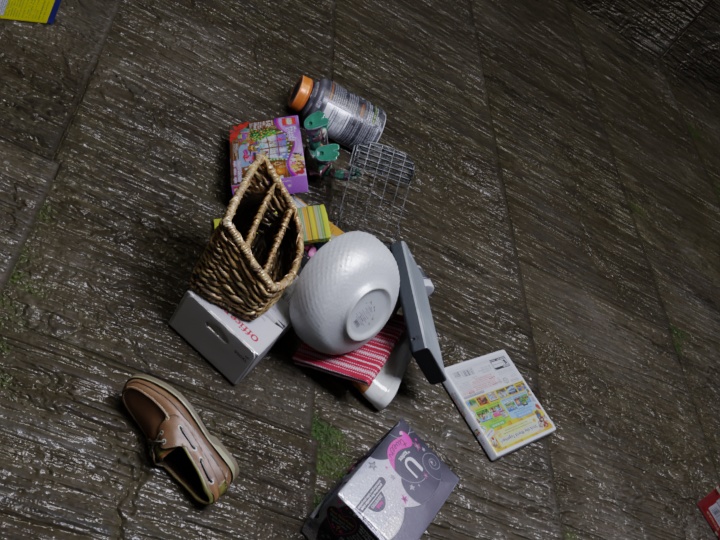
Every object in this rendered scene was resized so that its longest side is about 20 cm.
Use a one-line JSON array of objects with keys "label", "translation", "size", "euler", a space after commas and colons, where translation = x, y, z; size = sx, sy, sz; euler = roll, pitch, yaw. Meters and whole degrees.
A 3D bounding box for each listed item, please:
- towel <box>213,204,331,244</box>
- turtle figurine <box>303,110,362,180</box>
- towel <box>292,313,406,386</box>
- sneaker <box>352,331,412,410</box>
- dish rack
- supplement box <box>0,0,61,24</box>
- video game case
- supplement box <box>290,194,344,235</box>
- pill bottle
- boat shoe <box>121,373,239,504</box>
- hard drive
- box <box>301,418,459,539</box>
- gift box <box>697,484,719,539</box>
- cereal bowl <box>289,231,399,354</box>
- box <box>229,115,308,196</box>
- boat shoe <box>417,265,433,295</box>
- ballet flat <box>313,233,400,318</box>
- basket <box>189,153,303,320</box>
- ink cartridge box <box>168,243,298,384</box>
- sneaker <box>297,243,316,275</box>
[{"label": "towel", "translation": [-0.151, -0.068, 1.529], "size": [0.195, 0.018, 0.087], "euler": [-8, 46, -6]}, {"label": "turtle figurine", "translation": [-0.066, -0.224, 1.739], "size": [0.150, 0.100, 0.200], "euler": [51, -4, 11]}, {"label": "towel", "translation": [-0.011, 0.116, 1.492], "size": [0.142, 0.023, 0.200], "euler": [15, 33, 18]}, {"label": "sneaker", "translation": [0.041, 0.138, 1.524], "size": [0.084, 0.073, 0.201], "euler": [37, 38, -8]}, {"label": "dish rack", "translation": [0.018, -0.136, 1.686], "size": [0.151, 0.204, 0.054], "euler": [14, 3, -31]}, {"label": "supplement box", "translation": [-0.629, -0.518, 1.560], "size": [0.198, 0.109, 0.111], "euler": [-7, 57, -45]}, {"label": "video game case", "translation": [0.253, 0.243, 1.650], "size": [0.198, 0.023, 0.184], "euler": [-8, 59, -47]}, {"label": "supplement box", "translation": [-0.090, -0.061, 1.616], "size": [0.199, 0.067, 0.069], "euler": [38, 40, -4]}, {"label": "pill bottle", "translation": [-0.052, -0.333, 1.885], "size": [0.197, 0.107, 0.107], "euler": [26, 39, -19]}, {"label": "boat shoe", "translation": [-0.248, 0.222, 1.187], "size": [0.199, 0.072, 0.068], "euler": [42, 36, 2]}, {"label": "hard drive", "translation": [0.095, 0.071, 1.492], "size": [0.140, 0.032, 0.203], "euler": [57, 18, -57]}, {"label": "box", "translation": [0.032, 0.333, 1.286], "size": [0.132, 0.115, 0.200], "euler": [45, 37, 6]}, {"label": "gift box", "translation": [0.803, 0.472, 1.778], "size": [0.183, 0.201, 0.187], "euler": [-11, 62, -28]}, {"label": "cereal bowl", "translation": [-0.010, 0.047, 1.391], "size": [0.198, 0.204, 0.083], "euler": [-7, 33, -45]}, {"label": "box", "translation": [-0.170, -0.207, 1.636], "size": [0.134, 0.040, 0.202], "euler": [-8, 41, -3]}, {"label": "boat shoe", "translation": [0.056, 0.014, 1.663], "size": [0.197, 0.072, 0.069], "euler": [1, 53, -44]}, {"label": "ballet flat", "translation": [0.000, 0.000, 1.547], "size": [0.201, 0.070, 0.069], "euler": [49, 38, 12]}, {"label": "basket", "translation": [-0.146, -0.046, 1.342], "size": [0.141, 0.150, 0.201], "euler": [29, 35, -9]}, {"label": "ink cartridge box", "translation": [-0.181, 0.059, 1.399], "size": [0.144, 0.085, 0.200], "euler": [41, 36, 2]}, {"label": "sneaker", "translation": [-0.083, 0.023, 1.521], "size": [0.094, 0.080, 0.199], "euler": [-22, 50, -38]}]
